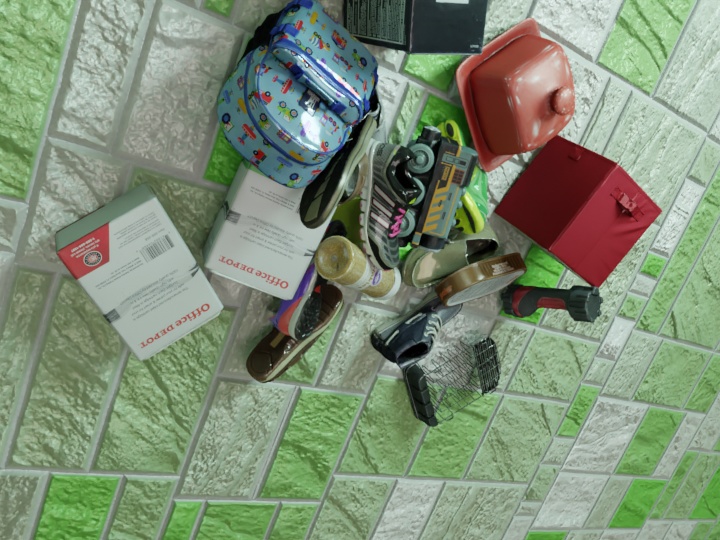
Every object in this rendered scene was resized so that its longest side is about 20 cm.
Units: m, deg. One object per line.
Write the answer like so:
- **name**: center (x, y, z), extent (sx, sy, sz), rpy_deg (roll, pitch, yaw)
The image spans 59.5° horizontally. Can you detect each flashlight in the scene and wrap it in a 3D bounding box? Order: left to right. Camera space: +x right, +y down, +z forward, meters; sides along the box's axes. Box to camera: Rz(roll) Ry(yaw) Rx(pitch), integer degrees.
- **flashlight**: center (0.357, 0.064, 1.188), extent (0.068, 0.199, 0.068), rpy_deg (-45, 115, -21)

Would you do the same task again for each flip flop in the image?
- **flip flop**: center (-0.020, -0.133, 0.871), extent (0.058, 0.081, 0.201), rpy_deg (46, 51, -28)

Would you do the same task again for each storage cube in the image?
- **storage cube**: center (0.387, -0.106, 1.135), extent (0.170, 0.200, 0.180), rpy_deg (30, 103, -34)

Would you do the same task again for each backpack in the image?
- **backpack**: center (-0.081, -0.220, 0.815), extent (0.182, 0.134, 0.202), rpy_deg (39, 51, -25)

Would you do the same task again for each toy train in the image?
- **toy train**: center (0.111, -0.124, 1.008), extent (0.113, 0.085, 0.202), rpy_deg (15, 109, -1)

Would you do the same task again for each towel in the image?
- **towel**: center (-0.009, -0.082, 1.045), extent (0.198, 0.018, 0.087), rpy_deg (-11, 116, -23)

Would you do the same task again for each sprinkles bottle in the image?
- **sprinkles bottle**: center (0.000, 0.000, 1.006), extent (0.069, 0.068, 0.200), rpy_deg (-55, 154, 5)

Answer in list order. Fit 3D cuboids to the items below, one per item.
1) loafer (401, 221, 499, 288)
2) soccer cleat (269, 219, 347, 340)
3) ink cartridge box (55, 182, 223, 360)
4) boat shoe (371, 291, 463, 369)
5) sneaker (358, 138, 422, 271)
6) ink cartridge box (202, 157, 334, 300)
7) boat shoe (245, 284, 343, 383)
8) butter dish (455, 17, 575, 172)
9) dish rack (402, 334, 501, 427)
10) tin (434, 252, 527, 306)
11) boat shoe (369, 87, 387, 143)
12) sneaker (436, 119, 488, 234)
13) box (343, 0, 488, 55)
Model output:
- **loafer**: center (0.165, -0.028, 1.129), extent (0.199, 0.068, 0.076), rpy_deg (-30, 122, -12)
- **soccer cleat**: center (-0.084, 0.008, 1.009), extent (0.068, 0.073, 0.202), rpy_deg (27, 83, -59)
- **ink cartridge box**: center (-0.307, 0.004, 0.890), extent (0.143, 0.084, 0.201), rpy_deg (-32, 122, -12)
- **boat shoe**: center (0.124, 0.110, 1.156), extent (0.199, 0.093, 0.075), rpy_deg (-31, 123, -12)
- **sneaker**: center (0.049, -0.096, 0.941), extent (0.074, 0.086, 0.203), rpy_deg (-28, 117, -61)
- **ink cartridge box**: center (-0.131, -0.078, 0.934), extent (0.145, 0.084, 0.202), rpy_deg (23, 101, -24)
- **boat shoe**: center (-0.107, 0.107, 1.061), extent (0.202, 0.075, 0.075), rpy_deg (-42, 155, -10)
- **butter dish**: center (0.278, -0.278, 1.015), extent (0.199, 0.147, 0.201), rpy_deg (-38, 124, -20)
- **dish rack**: center (0.192, 0.215, 1.266), extent (0.198, 0.055, 0.155), rpy_deg (-27, 124, -16)
- **tin**: center (0.222, 0.018, 1.150), extent (0.198, 0.042, 0.112), rpy_deg (-13, 162, -36)
- **boat shoe**: center (0.007, -0.241, 0.949), extent (0.071, 0.068, 0.202), rpy_deg (-22, 121, -17)
- **sneaker**: center (0.170, -0.162, 1.081), extent (0.084, 0.073, 0.202), rpy_deg (-46, 124, -44)
- **box**: center (0.071, -0.400, 0.832), extent (0.122, 0.198, 0.202), rpy_deg (-9, 116, -26)
